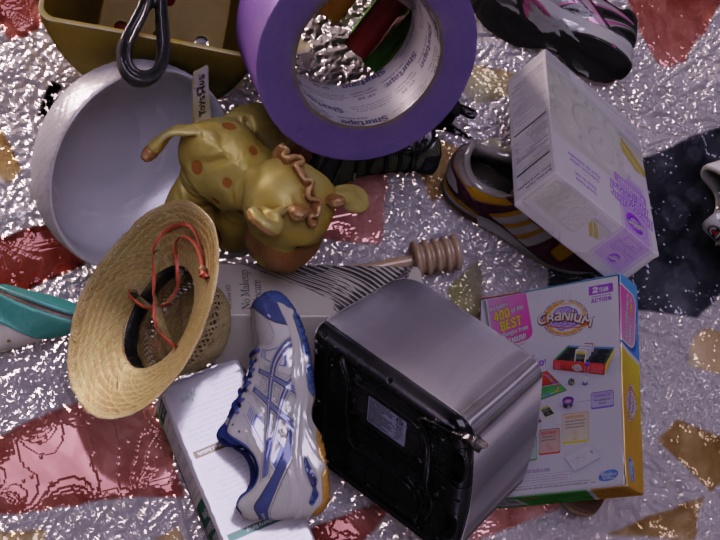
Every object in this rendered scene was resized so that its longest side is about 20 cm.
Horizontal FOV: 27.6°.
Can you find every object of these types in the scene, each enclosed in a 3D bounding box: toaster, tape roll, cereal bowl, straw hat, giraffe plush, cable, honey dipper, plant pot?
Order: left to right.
[{"bbox_3d":[-0.223,-0.105,1.363,0.200,0.201,0.083,-41,45,-20],"label":"cereal bowl"},{"bbox_3d":[-0.188,-0.258,1.310,0.097,0.050,0.201,-4,83,-29],"label":"cable"},{"bbox_3d":[-0.190,-0.268,1.417,0.199,0.177,0.201,10,68,-6],"label":"plant pot"},{"bbox_3d":[-0.161,0.047,1.285,0.085,0.200,0.202,28,61,-43],"label":"straw hat"},{"bbox_3d":[-0.083,-0.069,1.320,0.172,0.201,0.162,-41,56,-20],"label":"giraffe plush"},{"bbox_3d":[-0.004,-0.204,1.283,0.199,0.201,0.085,-9,35,-13],"label":"tape roll"},{"bbox_3d":[0.000,0.000,1.431,0.199,0.038,0.038,-11,72,-8],"label":"honey dipper"},{"bbox_3d":[0.058,0.129,1.280,0.200,0.182,0.118,33,51,29],"label":"toaster"}]

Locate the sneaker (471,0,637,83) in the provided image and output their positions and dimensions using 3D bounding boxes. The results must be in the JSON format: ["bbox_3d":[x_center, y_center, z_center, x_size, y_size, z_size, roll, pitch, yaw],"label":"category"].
[{"bbox_3d":[0.205,-0.278,1.550,0.199,0.080,0.087,31,56,-6],"label":"sneaker"}]

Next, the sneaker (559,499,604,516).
[{"bbox_3d":[0.223,0.130,1.391,0.070,0.076,0.201,15,68,-17],"label":"sneaker"}]

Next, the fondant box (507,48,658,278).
[{"bbox_3d":[0.212,-0.101,1.413,0.144,0.058,0.201,35,36,-26],"label":"fondant box"}]

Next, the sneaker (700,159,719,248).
[{"bbox_3d":[0.392,-0.025,1.485,0.088,0.074,0.201,-3,61,-10],"label":"sneaker"}]

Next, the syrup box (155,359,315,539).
[{"bbox_3d":[-0.111,0.191,1.317,0.081,0.079,0.201,-19,75,-16],"label":"syrup box"}]

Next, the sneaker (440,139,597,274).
[{"bbox_3d":[0.176,-0.062,1.449,0.199,0.090,0.075,23,68,0],"label":"sneaker"}]

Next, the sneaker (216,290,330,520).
[{"bbox_3d":[-0.083,0.116,1.264,0.088,0.075,0.201,-7,74,-11],"label":"sneaker"}]

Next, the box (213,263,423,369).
[{"bbox_3d":[-0.039,0.043,1.374,0.199,0.069,0.082,1,38,-10],"label":"box"}]

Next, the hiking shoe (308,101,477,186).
[{"bbox_3d":[0.029,-0.127,1.456,0.101,0.076,0.200,41,68,10],"label":"hiking shoe"}]

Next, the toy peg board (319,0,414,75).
[{"bbox_3d":[-0.011,-0.275,1.422,0.199,0.200,0.098,32,107,-24],"label":"toy peg board"}]

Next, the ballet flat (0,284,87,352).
[{"bbox_3d":[-0.346,0.036,1.350,0.199,0.067,0.071,21,93,-1],"label":"ballet flat"}]

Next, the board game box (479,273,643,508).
[{"bbox_3d":[0.185,0.114,1.366,0.152,0.040,0.201,-11,66,32],"label":"board game box"}]
